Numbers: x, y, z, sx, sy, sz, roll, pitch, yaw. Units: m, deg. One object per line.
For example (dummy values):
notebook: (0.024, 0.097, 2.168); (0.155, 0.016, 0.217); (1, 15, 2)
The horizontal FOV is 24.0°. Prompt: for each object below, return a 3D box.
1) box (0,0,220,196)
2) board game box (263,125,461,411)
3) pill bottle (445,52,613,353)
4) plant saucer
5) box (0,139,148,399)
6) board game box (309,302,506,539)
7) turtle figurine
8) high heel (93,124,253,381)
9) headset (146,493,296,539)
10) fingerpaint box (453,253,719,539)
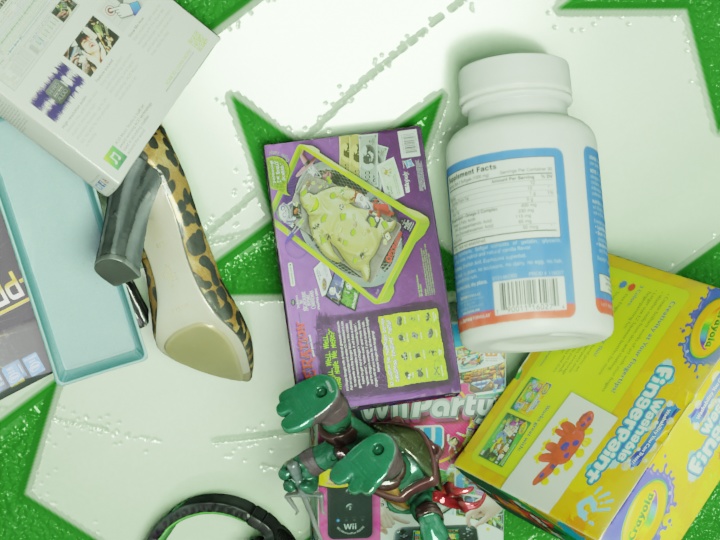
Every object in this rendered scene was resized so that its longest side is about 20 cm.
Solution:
box: (-0.213, -0.167, 1.171); (0.200, 0.036, 0.145); (39, 62, -14)
board game box: (0.000, 0.000, 1.234); (0.119, 0.032, 0.202); (-6, 79, -9)
pill bottle: (0.118, -0.047, 1.210); (0.111, 0.112, 0.202); (-2, 80, -5)
plant saucer: (-0.213, -0.021, 1.210); (0.069, 0.019, 0.202); (-17, 105, -5)
box: (-0.278, 0.010, 1.243); (0.199, 0.049, 0.162); (-26, 106, 0)
board game box: (0.035, 0.128, 1.296); (0.146, 0.064, 0.202); (-2, 103, -5)
turtle figurine: (0.012, 0.150, 1.205); (0.149, 0.200, 0.101); (23, 71, 28)
high heel: (-0.123, -0.015, 1.256); (0.071, 0.143, 0.200); (-12, 142, 24)
headset: (-0.081, 0.261, 1.301); (0.199, 0.094, 0.124); (35, 104, 0)
fingerpaint box: (0.190, 0.101, 1.217); (0.073, 0.166, 0.201); (43, 77, -34)
